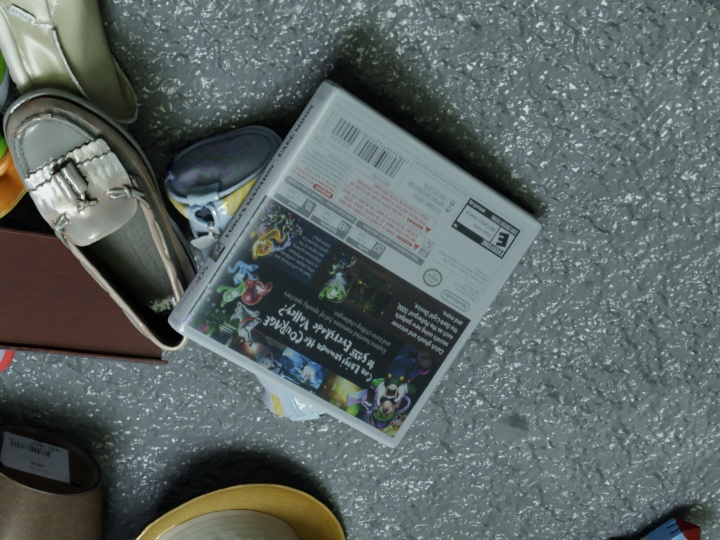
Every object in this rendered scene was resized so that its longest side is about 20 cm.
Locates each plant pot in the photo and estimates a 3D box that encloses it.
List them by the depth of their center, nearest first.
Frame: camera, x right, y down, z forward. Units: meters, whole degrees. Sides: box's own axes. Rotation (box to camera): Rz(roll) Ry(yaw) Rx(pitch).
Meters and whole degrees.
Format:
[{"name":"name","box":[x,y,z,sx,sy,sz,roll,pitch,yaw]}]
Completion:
[{"name":"plant pot","box":[-0.258,0.216,1.587,0.186,0.187,0.200,18,109,-13]}]

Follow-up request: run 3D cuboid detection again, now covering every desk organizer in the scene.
[{"name":"desk organizer","box":[-0.221,0.014,1.456,0.200,0.072,0.077,8,86,-42]}]

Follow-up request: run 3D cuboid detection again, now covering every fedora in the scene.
[{"name":"fedora","box":[-0.088,0.243,1.612,0.200,0.082,0.201,-16,132,-19]}]

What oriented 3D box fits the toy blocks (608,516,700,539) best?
[{"name":"toy blocks","box":[0.224,0.268,1.670,0.137,0.100,0.200,-34,110,7]}]

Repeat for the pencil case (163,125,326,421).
[{"name":"pencil case","box":[-0.058,0.003,1.474,0.083,0.091,0.200,-16,125,11]}]

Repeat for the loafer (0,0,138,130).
[{"name":"loafer","box":[-0.187,-0.159,1.367,0.068,0.076,0.200,-20,123,21]}]

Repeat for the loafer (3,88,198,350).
[{"name":"loafer","box":[-0.153,-0.029,1.395,0.072,0.063,0.200,-25,133,8]}]

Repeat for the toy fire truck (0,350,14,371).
[{"name":"toy fire truck","box":[-0.316,0.098,1.525,0.200,0.049,0.141,-30,137,-14]}]

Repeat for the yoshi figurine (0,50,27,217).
[{"name":"yoshi figurine","box":[-0.292,-0.112,1.384,0.112,0.112,0.200,-23,120,23]}]

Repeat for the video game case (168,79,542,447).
[{"name":"video game case","box":[0.000,0.000,1.442,0.200,0.023,0.182,31,94,-37]}]
